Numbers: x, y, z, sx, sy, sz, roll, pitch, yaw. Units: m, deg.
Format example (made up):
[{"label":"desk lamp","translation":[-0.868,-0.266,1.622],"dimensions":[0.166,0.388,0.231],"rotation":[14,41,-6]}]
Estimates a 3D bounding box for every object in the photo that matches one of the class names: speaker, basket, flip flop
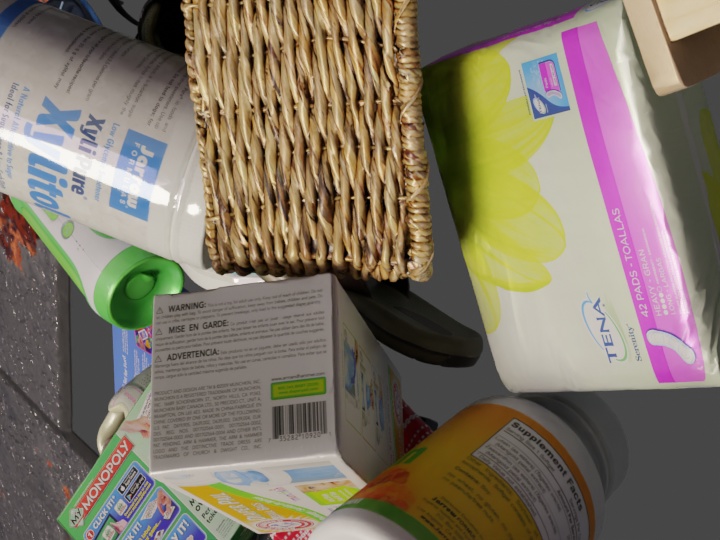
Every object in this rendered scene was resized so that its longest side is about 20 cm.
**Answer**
[{"label":"speaker","translation":[-0.229,-0.037,0.984],"dimensions":[0.200,0.087,0.090],"rotation":[44,137,35]},{"label":"basket","translation":[-0.004,-0.103,0.675],"dimensions":[0.147,0.142,0.204],"rotation":[0,103,27]},{"label":"flip flop","translation":[0.000,0.000,0.771],"dimensions":[0.198,0.081,0.058],"rotation":[29,112,28]}]

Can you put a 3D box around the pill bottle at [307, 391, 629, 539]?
[{"label":"pill bottle","translation":[0.070,0.141,0.658],"dimensions":[0.110,0.199,0.113],"rotation":[22,126,34]}]

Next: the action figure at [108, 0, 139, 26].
[{"label":"action figure","translation":[-0.190,-0.272,0.816],"dimensions":[0.119,0.100,0.202],"rotation":[-123,36,-44]}]

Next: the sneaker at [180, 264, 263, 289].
[{"label":"sneaker","translation":[-0.112,-0.045,0.871],"dimensions":[0.198,0.073,0.083],"rotation":[28,133,36]}]

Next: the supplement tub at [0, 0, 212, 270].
[{"label":"supplement tub","translation":[-0.173,-0.095,0.784],"dimensions":[0.197,0.133,0.133],"rotation":[21,130,5]}]

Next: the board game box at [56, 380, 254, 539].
[{"label":"board game box","translation":[-0.125,0.147,0.854],"dimensions":[0.134,0.029,0.201],"rotation":[37,94,29]}]

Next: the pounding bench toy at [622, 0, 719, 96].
[{"label":"pounding bench toy","translation":[0.172,-0.196,0.432],"dimensions":[0.155,0.123,0.203],"rotation":[-16,97,50]}]

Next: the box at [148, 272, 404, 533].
[{"label":"box","translation":[-0.042,0.090,0.702],"dimensions":[0.110,0.200,0.103],"rotation":[-7,67,11]}]

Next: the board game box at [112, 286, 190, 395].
[{"label":"board game box","translation":[-0.166,0.113,1.037],"dimensions":[0.134,0.044,0.203],"rotation":[32,131,34]}]

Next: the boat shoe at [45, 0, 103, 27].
[{"label":"boat shoe","translation":[-0.225,-0.156,0.911],"dimensions":[0.201,0.068,0.085],"rotation":[53,160,43]}]

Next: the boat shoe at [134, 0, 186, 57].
[{"label":"boat shoe","translation":[-0.130,-0.174,0.829],"dimensions":[0.200,0.066,0.073],"rotation":[-23,95,52]}]

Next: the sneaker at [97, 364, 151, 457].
[{"label":"sneaker","translation":[-0.181,0.157,0.970],"dimensions":[0.081,0.088,0.203],"rotation":[31,130,33]}]

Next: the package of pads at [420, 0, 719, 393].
[{"label":"package of pads","translation":[0.118,-0.034,0.621],"dimensions":[0.153,0.068,0.203],"rotation":[-8,102,49]}]

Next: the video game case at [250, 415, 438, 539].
[{"label":"video game case","translation":[-0.036,0.164,0.874],"dimensions":[0.198,0.019,0.145],"rotation":[8,79,46]}]

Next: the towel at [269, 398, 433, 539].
[{"label":"towel","translation":[-0.018,0.144,0.825],"dimensions":[0.200,0.022,0.146],"rotation":[42,99,39]}]
